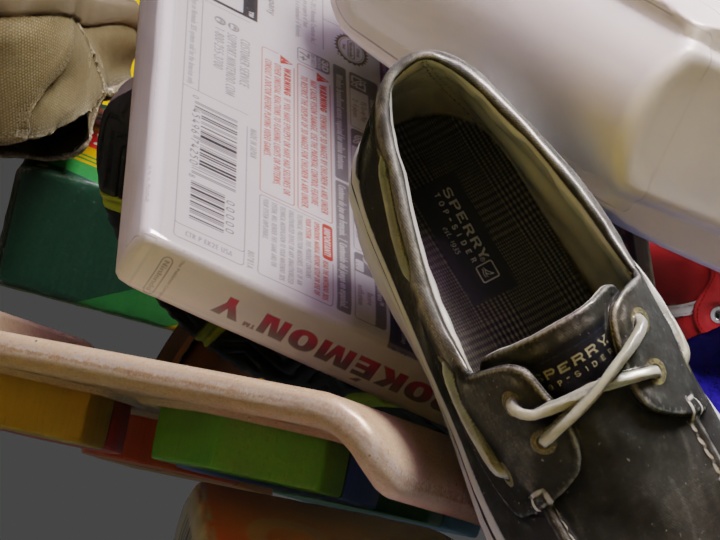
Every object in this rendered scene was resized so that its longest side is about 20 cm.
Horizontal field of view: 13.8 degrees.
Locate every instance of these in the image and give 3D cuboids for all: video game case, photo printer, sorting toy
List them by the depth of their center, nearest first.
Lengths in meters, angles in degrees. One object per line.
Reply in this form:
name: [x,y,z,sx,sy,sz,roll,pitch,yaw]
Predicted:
sorting toy: [-0.045,0.047,0.875,0.199,0.037,0.185,15,-4,26]
photo printer: [0.090,-0.056,0.897,0.166,0.070,0.200,19,12,-35]
video game case: [0.012,-0.027,0.921,0.181,0.023,0.201,25,32,-18]

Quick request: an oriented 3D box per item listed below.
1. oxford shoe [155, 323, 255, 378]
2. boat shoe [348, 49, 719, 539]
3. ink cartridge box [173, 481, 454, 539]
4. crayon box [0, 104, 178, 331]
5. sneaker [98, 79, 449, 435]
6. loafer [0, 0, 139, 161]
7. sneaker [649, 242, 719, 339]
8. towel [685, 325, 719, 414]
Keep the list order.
oxford shoe: [0.007,0.000,1.048,0.200,0.071,0.071,-36,75,-29]
boat shoe: [0.050,0.030,0.767,0.200,0.072,0.071,55,-8,24]
ink cartridge box: [0.051,0.122,0.791,0.199,0.050,0.162,9,17,-11]
crayon box: [-0.034,-0.008,1.154,0.199,0.051,0.127,15,15,-2]
sneaker: [0.000,0.000,0.975,0.200,0.075,0.077,39,53,-13]
loafer: [-0.127,-0.075,1.102,0.075,0.068,0.200,7,0,8]
sneaker: [0.162,0.025,1.105,0.199,0.113,0.071,20,13,10]
towel: [0.156,0.089,0.816,0.147,0.050,0.200,-23,57,-43]
